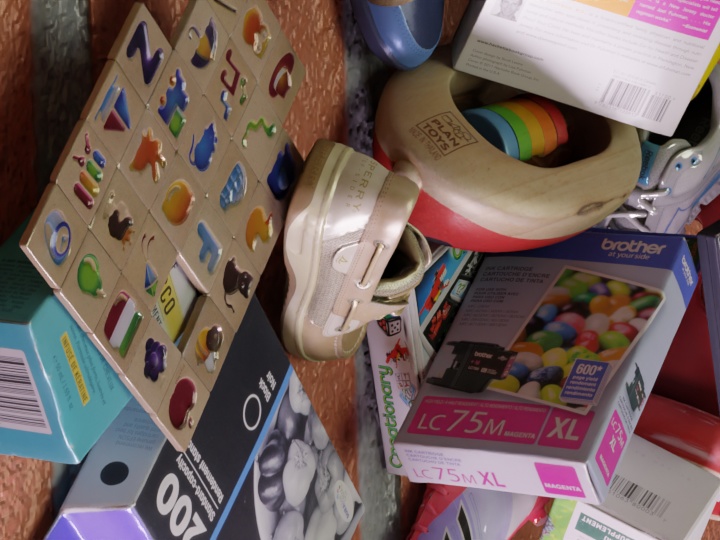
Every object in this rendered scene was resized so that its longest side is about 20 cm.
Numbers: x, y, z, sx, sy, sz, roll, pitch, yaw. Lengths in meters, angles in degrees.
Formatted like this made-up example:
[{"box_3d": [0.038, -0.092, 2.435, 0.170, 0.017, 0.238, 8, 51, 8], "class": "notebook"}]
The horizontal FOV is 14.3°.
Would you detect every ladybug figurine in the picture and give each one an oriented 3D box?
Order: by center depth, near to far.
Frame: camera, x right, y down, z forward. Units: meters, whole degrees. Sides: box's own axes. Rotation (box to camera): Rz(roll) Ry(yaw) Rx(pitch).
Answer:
[{"box_3d": [0.074, -0.063, 1.589, 0.200, 0.136, 0.072, -14, 147, -49], "class": "ladybug figurine"}]

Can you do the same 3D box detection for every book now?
[{"box_3d": [0.146, -0.175, 1.531, 0.048, 0.133, 0.200, -89, -160, -54], "class": "book"}]

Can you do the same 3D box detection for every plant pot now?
[{"box_3d": [0.222, 0.052, 1.796, 0.200, 0.200, 0.183, 43, 66, -56], "class": "plant pot"}]

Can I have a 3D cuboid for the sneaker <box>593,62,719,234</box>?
[{"box_3d": [0.165, -0.041, 1.688, 0.200, 0.075, 0.087, -62, 156, -14], "class": "sneaker"}]

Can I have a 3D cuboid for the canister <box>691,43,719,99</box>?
[{"box_3d": [0.176, -0.180, 1.714, 0.087, 0.148, 0.200, 59, 46, -26], "class": "canister"}]

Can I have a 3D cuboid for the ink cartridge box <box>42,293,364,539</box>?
[{"box_3d": [-0.078, 0.136, 1.414, 0.200, 0.043, 0.198, -63, 146, -32], "class": "ink cartridge box"}]

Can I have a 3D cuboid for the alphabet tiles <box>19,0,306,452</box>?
[{"box_3d": [-0.080, -0.045, 1.311, 0.167, 0.008, 0.200, 58, 46, -47], "class": "alphabet tiles"}]

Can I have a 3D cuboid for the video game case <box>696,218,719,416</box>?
[{"box_3d": [0.269, 0.008, 1.677, 0.200, 0.019, 0.143, -30, 118, -41], "class": "video game case"}]

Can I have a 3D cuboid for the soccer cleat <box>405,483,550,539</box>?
[{"box_3d": [0.052, 0.150, 1.648, 0.077, 0.067, 0.200, 53, 47, -11], "class": "soccer cleat"}]

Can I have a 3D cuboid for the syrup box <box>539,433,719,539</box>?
[{"box_3d": [0.140, 0.198, 1.705, 0.081, 0.079, 0.200, -46, 159, -51], "class": "syrup box"}]

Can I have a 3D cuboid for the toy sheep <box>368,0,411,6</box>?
[{"box_3d": [0.017, -0.229, 1.437, 0.138, 0.138, 0.201, 20, 70, -61], "class": "toy sheep"}]

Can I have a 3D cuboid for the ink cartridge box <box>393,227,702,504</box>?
[{"box_3d": [0.109, 0.037, 1.583, 0.200, 0.119, 0.042, -60, 142, -37], "class": "ink cartridge box"}]

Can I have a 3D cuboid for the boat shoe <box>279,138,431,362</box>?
[{"box_3d": [0.000, 0.000, 1.452, 0.200, 0.065, 0.072, 92, 17, -65], "class": "boat shoe"}]

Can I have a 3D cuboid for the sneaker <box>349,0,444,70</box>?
[{"box_3d": [0.042, -0.206, 1.530, 0.074, 0.082, 0.201, 1, 95, -63], "class": "sneaker"}]

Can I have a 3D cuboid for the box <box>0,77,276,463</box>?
[{"box_3d": [-0.110, -0.005, 1.321, 0.200, 0.049, 0.082, -53, 139, -43], "class": "box"}]

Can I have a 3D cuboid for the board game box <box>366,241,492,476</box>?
[{"box_3d": [0.066, 0.017, 1.661, 0.200, 0.035, 0.127, -43, 132, -51], "class": "board game box"}]
